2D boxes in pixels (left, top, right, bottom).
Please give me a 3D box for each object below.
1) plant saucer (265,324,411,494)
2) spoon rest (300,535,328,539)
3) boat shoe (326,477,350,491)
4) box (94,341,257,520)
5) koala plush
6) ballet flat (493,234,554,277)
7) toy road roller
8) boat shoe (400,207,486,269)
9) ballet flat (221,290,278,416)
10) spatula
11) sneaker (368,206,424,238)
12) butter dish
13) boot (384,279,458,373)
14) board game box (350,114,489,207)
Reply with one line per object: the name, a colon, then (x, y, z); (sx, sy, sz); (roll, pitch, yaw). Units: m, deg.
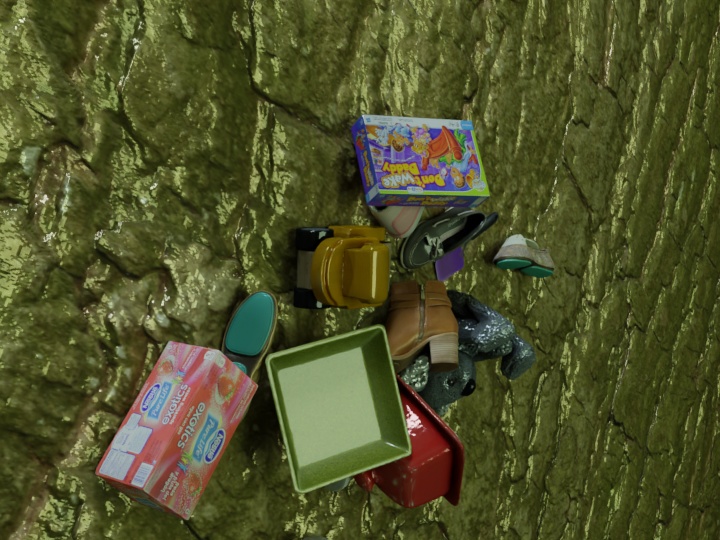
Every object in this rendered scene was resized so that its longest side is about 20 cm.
plant saucer: (-0.038, 0.196, 1.529); (0.200, 0.048, 0.200); (-14, 92, -31)
spoon rest: (-0.093, 0.491, 1.626); (0.099, 0.061, 0.200); (-10, 117, -48)
boat shoe: (-0.038, 0.240, 1.637); (0.070, 0.071, 0.200); (-30, 116, -51)
box: (-0.235, 0.203, 1.364); (0.095, 0.103, 0.200); (50, 57, -43)
koala plush: (0.161, 0.152, 1.819); (0.200, 0.184, 0.177); (-52, 143, -3)
ballet flat: (0.306, -0.031, 2.026); (0.200, 0.068, 0.067); (16, 64, -56)
toy road roller: (0.000, 0.000, 1.581); (0.200, 0.146, 0.123); (-5, 100, -50)
boat shoe: (0.143, -0.061, 1.816); (0.200, 0.057, 0.067); (-36, 122, -42)
ballet flat: (-0.164, 0.126, 1.482); (0.063, 0.069, 0.200); (62, 47, -72)
spatula: (0.195, -0.052, 1.908); (0.200, 0.021, 0.057); (-44, 133, -39)
sneaker: (0.072, -0.159, 1.699); (0.105, 0.075, 0.200); (34, 73, -53)
butter dish: (0.053, 0.287, 1.646); (0.148, 0.200, 0.200); (-32, 147, -22)
boot: (0.060, 0.086, 1.713); (0.077, 0.200, 0.155); (98, -12, -61)
board game box: (0.094, -0.168, 1.651); (0.200, 0.045, 0.135); (-1, 69, -28)
